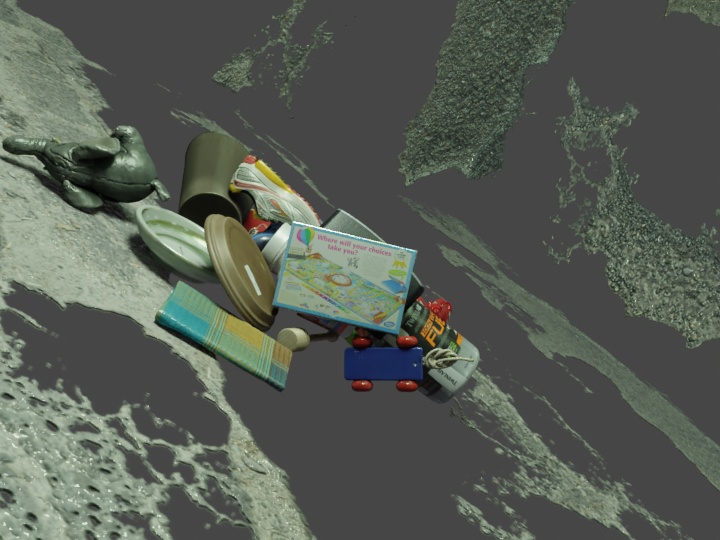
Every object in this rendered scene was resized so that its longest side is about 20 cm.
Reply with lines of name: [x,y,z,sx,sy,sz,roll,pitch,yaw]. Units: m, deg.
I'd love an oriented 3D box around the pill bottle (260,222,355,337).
pill bottle: [-0.070,0.012,1.502,0.200,0.112,0.112,37,12,-1]

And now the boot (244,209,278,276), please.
boot: [-0.208,-0.063,1.699,0.144,0.073,0.200,16,24,-49]

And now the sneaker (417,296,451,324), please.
sneaker: [0.116,0.077,1.676,0.078,0.116,0.200,10,-36,20]

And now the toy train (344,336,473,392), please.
toy train: [0.080,0.147,1.412,0.199,0.085,0.116,-1,-5,8]

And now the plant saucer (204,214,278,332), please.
plant saucer: [-0.179,0.000,1.390,0.201,0.029,0.200,62,10,-20]

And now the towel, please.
towel: [-0.188,0.093,1.258,0.200,0.022,0.147,33,13,-8]

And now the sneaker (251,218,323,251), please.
sneaker: [-0.142,-0.067,1.624,0.200,0.074,0.082,-16,67,-54]

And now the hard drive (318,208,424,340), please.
hard drive: [0.000,0.000,1.442,0.200,0.135,0.042,43,-25,3]

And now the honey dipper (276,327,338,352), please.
honey dipper: [-0.076,0.107,1.440,0.038,0.038,0.200,36,11,16]

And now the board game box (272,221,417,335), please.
board game box: [-0.024,0.013,1.383,0.199,0.135,0.034,14,-7,0]

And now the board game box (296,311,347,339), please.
board game box: [-0.066,0.040,1.618,0.103,0.019,0.200,26,26,-17]

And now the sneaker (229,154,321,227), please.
sneaker: [-0.143,-0.107,1.557,0.200,0.082,0.078,42,-6,-4]

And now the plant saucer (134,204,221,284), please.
plant saucer: [-0.278,-0.029,1.421,0.200,0.050,0.200,34,12,-8]

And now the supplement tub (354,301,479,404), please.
supplement tub: [0.095,0.127,1.543,0.200,0.123,0.123,38,12,-7]

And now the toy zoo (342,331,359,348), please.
toy zoo: [-0.018,0.096,1.663,0.131,0.021,0.200,18,19,-50]

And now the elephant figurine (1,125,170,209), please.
elephant figurine: [-0.438,-0.162,1.433,0.200,0.155,0.142,-6,82,-55]

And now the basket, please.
basket: [-0.263,-0.134,1.635,0.200,0.135,0.181,-92,164,-59]
